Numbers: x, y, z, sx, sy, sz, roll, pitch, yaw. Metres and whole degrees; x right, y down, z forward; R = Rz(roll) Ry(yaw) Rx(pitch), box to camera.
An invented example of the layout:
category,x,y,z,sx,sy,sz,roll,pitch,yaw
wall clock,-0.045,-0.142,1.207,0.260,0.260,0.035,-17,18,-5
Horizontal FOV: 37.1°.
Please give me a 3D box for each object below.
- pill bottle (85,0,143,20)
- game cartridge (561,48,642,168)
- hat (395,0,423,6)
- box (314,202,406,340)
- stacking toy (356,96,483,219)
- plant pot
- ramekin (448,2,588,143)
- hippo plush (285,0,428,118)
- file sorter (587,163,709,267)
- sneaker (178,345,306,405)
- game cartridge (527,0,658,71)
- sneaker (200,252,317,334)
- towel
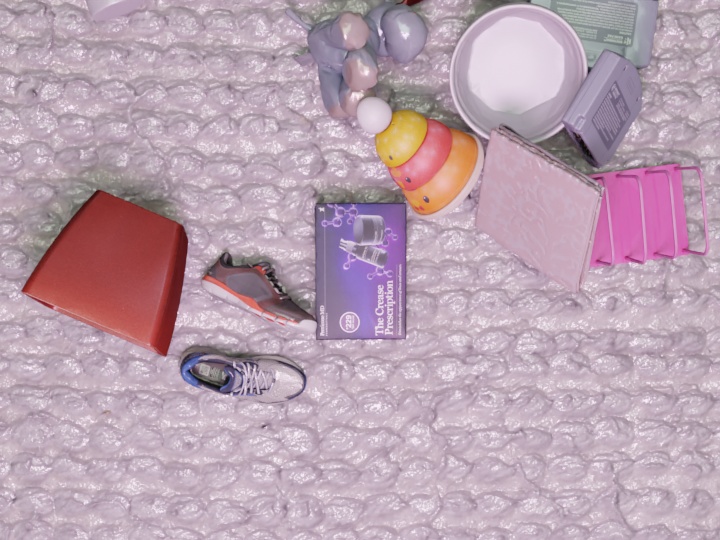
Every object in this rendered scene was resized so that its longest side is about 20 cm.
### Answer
category,x,y,z,sx,sy,sz,roll,pitch,yaw
pill bottle,-0.389,-0.475,1.559,0.110,0.111,0.203,-21,94,0
game cartridge,0.356,-0.237,1.555,0.040,0.200,0.134,36,92,26
hat,0.194,-0.413,1.566,0.164,0.200,0.178,25,100,-29
box,0.000,0.000,1.610,0.138,0.079,0.204,-1,93,1
stacking toy,0.067,-0.181,1.538,0.199,0.146,0.147,35,92,-29
plant pot,-0.345,0.000,1.551,0.197,0.200,0.179,23,81,-2
ramekin,0.230,-0.292,1.565,0.196,0.105,0.204,2,110,7
hippo plush,0.013,-0.318,1.576,0.159,0.199,0.162,-20,114,-26
file sorter,0.401,-0.079,1.591,0.196,0.125,0.142,-7,93,-1
sneaker,-0.179,0.165,1.608,0.196,0.085,0.079,7,93,-2
game cartridge,0.345,-0.369,1.621,0.196,0.042,0.136,8,97,-2
sneaker,-0.144,0.028,1.589,0.198,0.077,0.083,24,80,17
towel,0.253,-0.088,1.535,0.032,0.193,0.199,-30,52,-32
